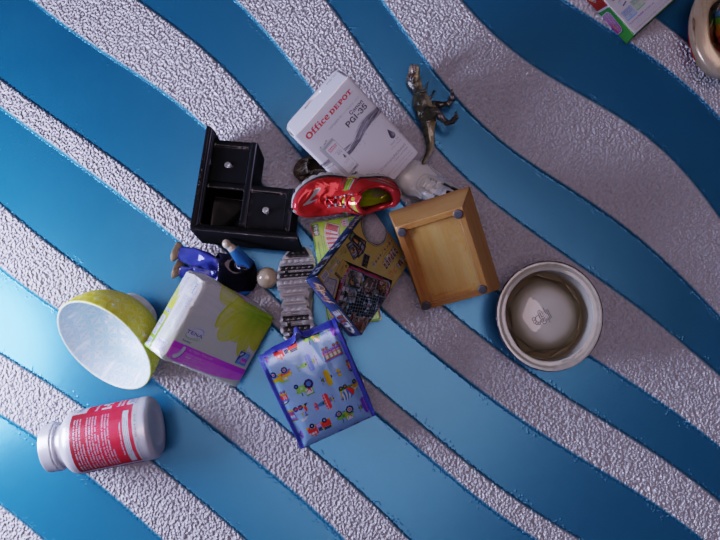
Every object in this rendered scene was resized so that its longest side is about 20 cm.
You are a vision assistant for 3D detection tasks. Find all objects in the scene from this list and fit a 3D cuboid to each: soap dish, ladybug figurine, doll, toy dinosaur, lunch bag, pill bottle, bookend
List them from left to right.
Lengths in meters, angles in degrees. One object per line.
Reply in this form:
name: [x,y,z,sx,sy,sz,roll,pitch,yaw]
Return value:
pill bottle: [-0.463,0.299,1.185,0.197,0.112,0.114,-11,85,-2]
doll: [-0.252,-0.002,1.230,0.197,0.049,0.138,12,125,3]
bookend: [-0.196,-0.148,1.227,0.197,0.092,0.202,6,77,3]
lunch bag: [-0.080,0.189,1.169,0.149,0.094,0.202,-23,116,-3]
toy dinosaur: [0.144,-0.308,1.282,0.087,0.047,0.203,-12,77,11]
soap dish: [0.152,-0.031,1.196,0.155,0.081,0.202,-15,107,18]
ladybug figurine: [0.706,-0.469,1.297,0.134,0.072,0.203,2,85,0]

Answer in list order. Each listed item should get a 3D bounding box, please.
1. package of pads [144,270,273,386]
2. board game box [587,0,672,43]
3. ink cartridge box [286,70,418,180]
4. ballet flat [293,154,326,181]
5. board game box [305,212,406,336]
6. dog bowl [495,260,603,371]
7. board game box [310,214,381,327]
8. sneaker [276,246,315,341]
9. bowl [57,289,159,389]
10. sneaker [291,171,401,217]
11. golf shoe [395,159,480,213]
package of pads: [-0.259,0.104,1.171,0.068,0.200,0.156,24,83,39]
board game box: [0.527,-0.583,1.322,0.153,0.040,0.201,-40,86,-4]
ink cartridge box: [-0.015,-0.239,1.207,0.147,0.083,0.200,-46,117,6]
ballet flat: [-0.037,-0.222,1.275,0.197,0.046,0.068,-19,86,-3]
board game box: [0.000,0.000,1.185,0.136,0.034,0.201,53,49,-20]
dog bowl: [0.345,0.085,1.238,0.197,0.074,0.203,0,85,-1]
board game box: [-0.028,0.004,1.253,0.100,0.048,0.203,-10,84,-1]
sneaker: [-0.118,0.052,1.237,0.074,0.081,0.203,0,65,0]
bowl: [-0.433,0.104,1.196,0.198,0.201,0.108,30,42,2]
sneaker: [-0.023,-0.130,1.158,0.197,0.085,0.078,-11,117,-8]
golf shoe: [0.145,-0.156,1.247,0.199,0.097,0.079,32,86,3]
